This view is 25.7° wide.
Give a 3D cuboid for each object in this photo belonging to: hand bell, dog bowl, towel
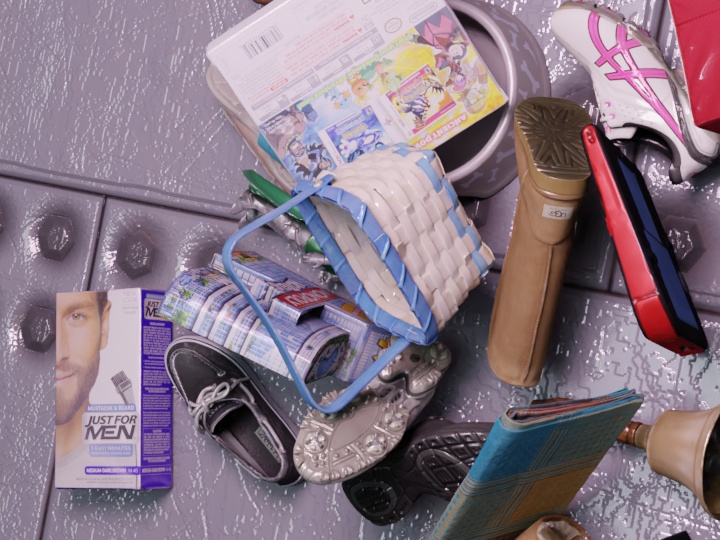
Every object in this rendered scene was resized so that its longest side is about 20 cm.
[{"bbox_3d":[0.230,0.140,1.351,0.199,0.104,0.105,10,90,40],"label":"hand bell"},{"bbox_3d":[0.073,-0.161,1.460,0.199,0.059,0.201,-3,83,27],"label":"dog bowl"},{"bbox_3d":[0.137,0.173,1.311,0.022,0.146,0.200,59,140,33],"label":"towel"}]

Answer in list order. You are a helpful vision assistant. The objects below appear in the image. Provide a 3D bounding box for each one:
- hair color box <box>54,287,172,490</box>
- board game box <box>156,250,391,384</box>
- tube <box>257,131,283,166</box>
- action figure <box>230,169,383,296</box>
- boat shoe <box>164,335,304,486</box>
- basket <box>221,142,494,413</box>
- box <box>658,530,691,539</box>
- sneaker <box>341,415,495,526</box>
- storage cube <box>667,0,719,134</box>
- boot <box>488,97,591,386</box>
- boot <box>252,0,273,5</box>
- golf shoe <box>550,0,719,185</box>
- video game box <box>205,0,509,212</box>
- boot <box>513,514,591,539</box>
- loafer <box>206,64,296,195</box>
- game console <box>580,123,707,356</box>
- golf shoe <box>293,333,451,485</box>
[{"bbox_3d":[-0.250,0.121,1.599,0.109,0.065,0.201,-4,82,27],"label":"hair color box"},{"bbox_3d":[-0.058,0.050,1.457,0.199,0.200,0.062,24,98,12],"label":"board game box"},{"bbox_3d":[-0.007,-0.077,1.455,0.200,0.050,0.078,39,138,16],"label":"tube"},{"bbox_3d":[-0.027,-0.017,1.482,0.199,0.118,0.055,29,80,16],"label":"action figure"},{"bbox_3d":[-0.131,0.136,1.532,0.074,0.068,0.199,-48,67,15],"label":"boat shoe"},{"bbox_3d":[0.000,0.000,1.331,0.139,0.200,0.177,12,135,58],"label":"basket"},{"bbox_3d":[0.192,0.307,1.277,0.182,0.200,0.104,-37,72,19],"label":"box"},{"bbox_3d":[0.070,0.161,1.394,0.199,0.091,0.076,-20,109,43],"label":"sneaker"},{"bbox_3d":[0.359,-0.206,1.243,0.179,0.200,0.172,-17,79,32],"label":"storage cube"},{"bbox_3d":[0.149,-0.030,1.371,0.066,0.175,0.201,10,122,2],"label":"boot"},{"bbox_3d":[-0.028,-0.249,1.463,0.186,0.064,0.201,-27,42,21],"label":"boot"},{"bbox_3d":[0.230,-0.158,1.360,0.092,0.073,0.200,-47,66,-2],"label":"golf shoe"},{"bbox_3d":[-0.002,-0.172,1.368,0.199,0.047,0.183,-31,109,10],"label":"video game box"},{"bbox_3d":[0.090,0.289,1.350,0.200,0.175,0.066,-45,69,21],"label":"boot"},{"bbox_3d":[-0.076,-0.127,1.541,0.072,0.063,0.200,-36,72,-14],"label":"loafer"},{"bbox_3d":[0.234,-0.020,1.284,0.031,0.200,0.178,-18,77,16],"label":"game console"},{"bbox_3d":[0.009,0.139,1.395,0.078,0.200,0.098,35,137,18],"label":"golf shoe"}]
